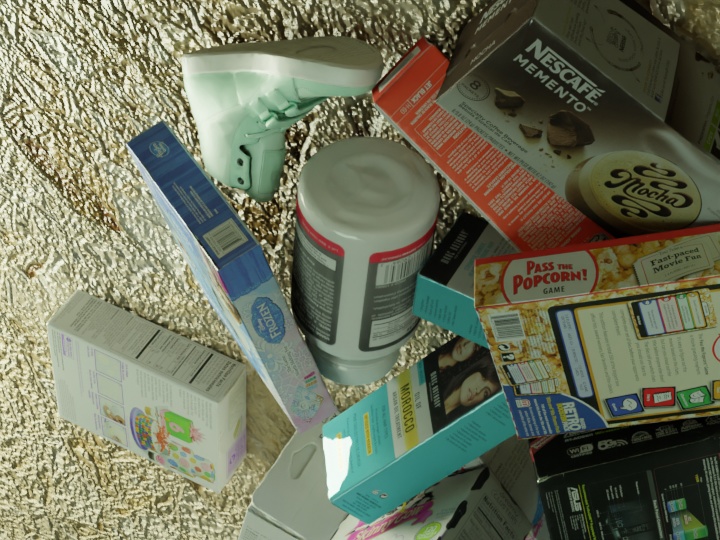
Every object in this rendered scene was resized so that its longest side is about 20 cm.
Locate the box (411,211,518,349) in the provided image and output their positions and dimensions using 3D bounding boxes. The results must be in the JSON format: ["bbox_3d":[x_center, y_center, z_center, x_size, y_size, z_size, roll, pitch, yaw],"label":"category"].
[{"bbox_3d":[0.146,0.033,1.245,0.199,0.082,0.049,24,139,16],"label":"box"}]

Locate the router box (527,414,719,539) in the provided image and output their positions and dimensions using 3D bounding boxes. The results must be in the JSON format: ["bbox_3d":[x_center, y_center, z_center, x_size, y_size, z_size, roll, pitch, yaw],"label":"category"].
[{"bbox_3d":[0.217,0.202,1.213,0.149,0.062,0.201,-13,115,4],"label":"router box"}]

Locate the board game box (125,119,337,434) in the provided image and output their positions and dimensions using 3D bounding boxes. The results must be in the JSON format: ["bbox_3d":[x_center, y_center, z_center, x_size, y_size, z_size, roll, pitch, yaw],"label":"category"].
[{"bbox_3d":[-0.106,0.005,1.337,0.200,0.043,0.200,50,168,47],"label":"board game box"}]

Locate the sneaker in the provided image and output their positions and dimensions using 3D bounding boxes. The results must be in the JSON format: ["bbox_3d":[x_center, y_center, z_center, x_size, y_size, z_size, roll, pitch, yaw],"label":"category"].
[{"bbox_3d":[-0.051,-0.113,1.236,0.199,0.073,0.119,5,110,45],"label":"sneaker"}]

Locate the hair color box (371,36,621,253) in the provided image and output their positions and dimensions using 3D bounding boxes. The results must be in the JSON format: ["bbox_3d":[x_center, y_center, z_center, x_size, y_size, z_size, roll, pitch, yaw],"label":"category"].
[{"bbox_3d":[0.097,-0.073,1.157,0.061,0.102,0.200,-44,99,8],"label":"hair color box"}]

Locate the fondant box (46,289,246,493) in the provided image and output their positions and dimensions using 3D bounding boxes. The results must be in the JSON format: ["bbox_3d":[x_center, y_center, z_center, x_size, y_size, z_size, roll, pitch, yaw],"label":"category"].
[{"bbox_3d":[-0.211,0.120,1.620,0.199,0.058,0.145,24,139,18],"label":"fondant box"}]

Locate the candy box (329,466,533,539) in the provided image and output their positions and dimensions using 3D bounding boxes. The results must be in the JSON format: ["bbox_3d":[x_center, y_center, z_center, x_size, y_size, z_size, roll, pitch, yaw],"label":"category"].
[{"bbox_3d":[0.024,0.262,1.333,0.167,0.200,0.072,-22,112,46],"label":"candy box"}]

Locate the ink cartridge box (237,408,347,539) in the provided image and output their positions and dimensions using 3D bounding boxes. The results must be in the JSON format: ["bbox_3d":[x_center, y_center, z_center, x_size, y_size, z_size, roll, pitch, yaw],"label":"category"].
[{"bbox_3d":[-0.056,0.243,1.552,0.082,0.147,0.201,29,141,8],"label":"ink cartridge box"}]

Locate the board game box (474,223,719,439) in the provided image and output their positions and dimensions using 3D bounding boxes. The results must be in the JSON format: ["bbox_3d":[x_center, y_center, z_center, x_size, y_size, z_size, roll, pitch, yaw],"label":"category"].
[{"bbox_3d":[0.189,0.044,1.110,0.198,0.047,0.152,-8,137,13],"label":"board game box"}]

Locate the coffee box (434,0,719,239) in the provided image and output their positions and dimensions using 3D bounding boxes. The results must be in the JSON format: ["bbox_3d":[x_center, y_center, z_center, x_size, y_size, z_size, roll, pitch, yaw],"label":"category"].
[{"bbox_3d":[0.164,-0.105,1.073,0.199,0.080,0.113,36,142,-15],"label":"coffee box"}]

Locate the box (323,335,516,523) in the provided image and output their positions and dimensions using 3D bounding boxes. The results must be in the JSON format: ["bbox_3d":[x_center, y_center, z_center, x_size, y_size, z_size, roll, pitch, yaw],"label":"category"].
[{"bbox_3d":[0.058,0.121,1.326,0.200,0.083,0.049,-36,129,27],"label":"box"}]

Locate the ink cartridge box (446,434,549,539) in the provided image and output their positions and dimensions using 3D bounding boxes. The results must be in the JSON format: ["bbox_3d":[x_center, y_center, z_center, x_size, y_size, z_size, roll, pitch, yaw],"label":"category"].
[{"bbox_3d":[0.109,0.207,1.441,0.147,0.086,0.201,-12,118,43],"label":"ink cartridge box"}]

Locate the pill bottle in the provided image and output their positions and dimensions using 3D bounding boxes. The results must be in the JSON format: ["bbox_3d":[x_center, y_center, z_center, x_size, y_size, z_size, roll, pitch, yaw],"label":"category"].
[{"bbox_3d":[0.000,0.000,1.299,0.110,0.111,0.201,25,141,15],"label":"pill bottle"}]
